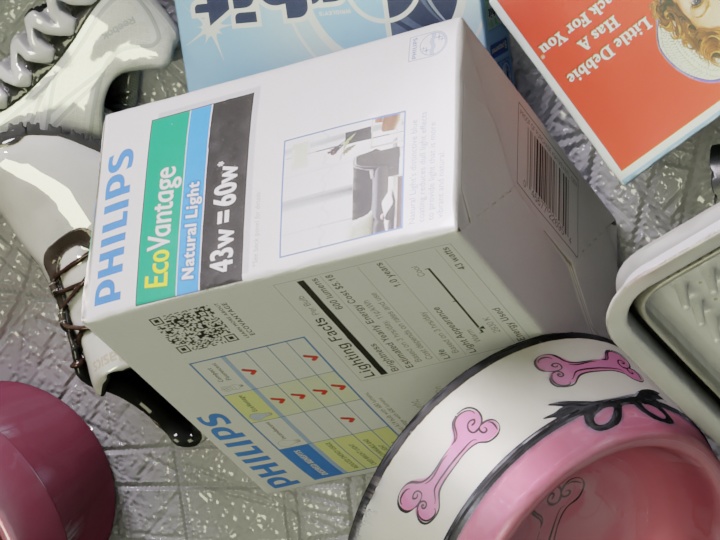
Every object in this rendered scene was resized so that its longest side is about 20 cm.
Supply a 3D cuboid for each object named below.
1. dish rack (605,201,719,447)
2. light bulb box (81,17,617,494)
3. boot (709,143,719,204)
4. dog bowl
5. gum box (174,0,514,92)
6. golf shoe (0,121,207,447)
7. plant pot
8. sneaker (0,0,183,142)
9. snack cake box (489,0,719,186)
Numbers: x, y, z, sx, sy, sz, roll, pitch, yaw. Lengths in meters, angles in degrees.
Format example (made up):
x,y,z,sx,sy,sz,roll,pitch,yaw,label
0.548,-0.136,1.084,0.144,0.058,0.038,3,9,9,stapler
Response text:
x,y,z,sx,sy,sz,roll,pitch,yaw,label
0.223,0.000,1.218,0.200,0.044,0.172,-31,133,19,dish rack
0.000,0.000,1.318,0.200,0.125,0.198,-13,144,23,light bulb box
0.265,0.008,1.303,0.162,0.073,0.199,-9,103,17,boot
0.092,0.134,1.264,0.074,0.200,0.200,35,119,45,dog bowl
-0.013,-0.148,1.378,0.170,0.045,0.200,-2,104,21,gum box
-0.130,0.008,1.412,0.078,0.095,0.200,-36,108,29,golf shoe
-0.228,0.147,1.469,0.200,0.179,0.200,5,106,19,plant pot
-0.172,-0.079,1.448,0.081,0.075,0.200,40,115,-3,sneaker
0.176,-0.147,1.293,0.200,0.067,0.115,-36,91,26,snack cake box
